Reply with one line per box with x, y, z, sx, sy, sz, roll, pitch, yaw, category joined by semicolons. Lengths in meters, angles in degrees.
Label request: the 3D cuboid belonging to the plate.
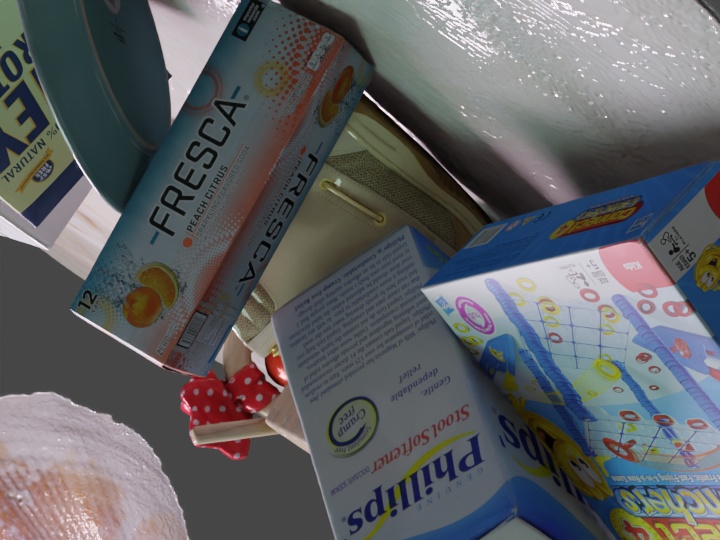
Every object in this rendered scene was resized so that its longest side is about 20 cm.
-0.139;-0.128;0.908;0.026;0.200;0.200;-14;155;11;plate

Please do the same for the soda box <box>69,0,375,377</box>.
-0.073;-0.045;0.901;0.068;0.200;0.064;29;179;19;soda box

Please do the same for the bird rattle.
-0.087;0.085;1.600;0.163;0.200;0.113;9;169;-1;bird rattle

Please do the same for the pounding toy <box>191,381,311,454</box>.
0.005;0.113;1.374;0.142;0.200;0.184;20;165;50;pounding toy

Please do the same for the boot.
0.000;0.000;0.993;0.200;0.155;0.073;42;-172;-32;boot

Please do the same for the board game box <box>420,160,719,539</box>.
0.149;0.056;0.793;0.196;0.056;0.200;52;156;-11;board game box

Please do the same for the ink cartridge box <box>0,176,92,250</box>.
-0.280;-0.105;1.383;0.084;0.145;0.200;38;168;-26;ink cartridge box

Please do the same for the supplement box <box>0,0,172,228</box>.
-0.259;-0.165;1.016;0.200;0.134;0.200;38;173;30;supplement box

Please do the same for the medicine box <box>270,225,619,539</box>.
0.061;0.107;0.926;0.182;0.103;0.200;37;-155;-45;medicine box
